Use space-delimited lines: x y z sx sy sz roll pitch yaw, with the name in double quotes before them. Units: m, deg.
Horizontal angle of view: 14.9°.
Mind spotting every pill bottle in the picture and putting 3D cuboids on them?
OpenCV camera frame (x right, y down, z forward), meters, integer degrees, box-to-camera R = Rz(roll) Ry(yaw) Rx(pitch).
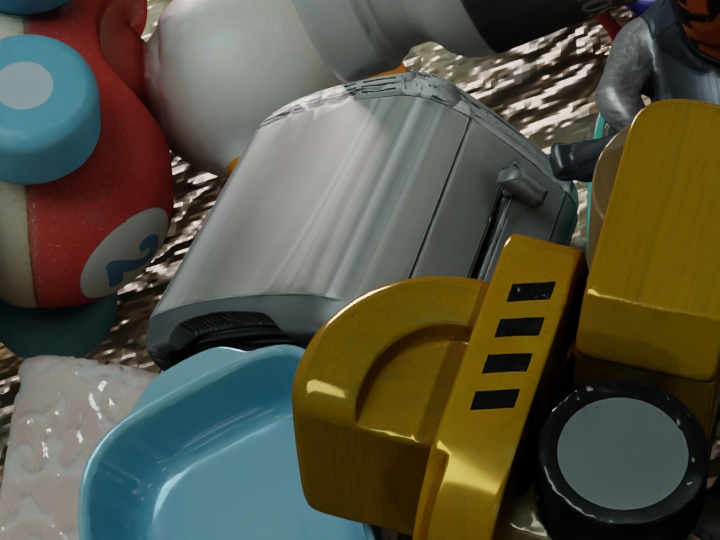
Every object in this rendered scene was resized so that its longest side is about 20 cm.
"pill bottle" 0.070 -0.155 1.133 0.200 0.116 0.116 -20 52 14

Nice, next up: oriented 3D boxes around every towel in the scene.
"towel" -0.079 0.139 1.126 0.200 0.032 0.191 9 88 36

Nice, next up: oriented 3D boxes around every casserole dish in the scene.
"casserole dish" -0.041 0.120 1.032 0.121 0.039 0.200 -27 52 17

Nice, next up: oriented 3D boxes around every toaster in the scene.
"toaster" 0.000 0.000 1.140 0.200 0.114 0.129 -9 50 56

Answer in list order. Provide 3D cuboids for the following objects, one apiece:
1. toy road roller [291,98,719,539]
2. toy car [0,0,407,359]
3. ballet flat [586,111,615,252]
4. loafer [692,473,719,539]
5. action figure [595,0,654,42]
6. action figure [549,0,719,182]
"toy road roller" 0.061 0.034 0.975 0.146 0.123 0.200 14 58 11
"toy car" -0.075 -0.070 1.241 0.200 0.184 0.177 -3 58 -3
"ballet flat" 0.115 0.019 1.093 0.068 0.068 0.200 2 57 18
"loafer" 0.205 0.099 0.975 0.200 0.075 0.070 22 80 41
"action figure" 0.132 -0.121 1.186 0.065 0.052 0.200 -32 51 9
"action figure" 0.170 -0.098 1.037 0.200 0.193 0.105 -4 67 -17
